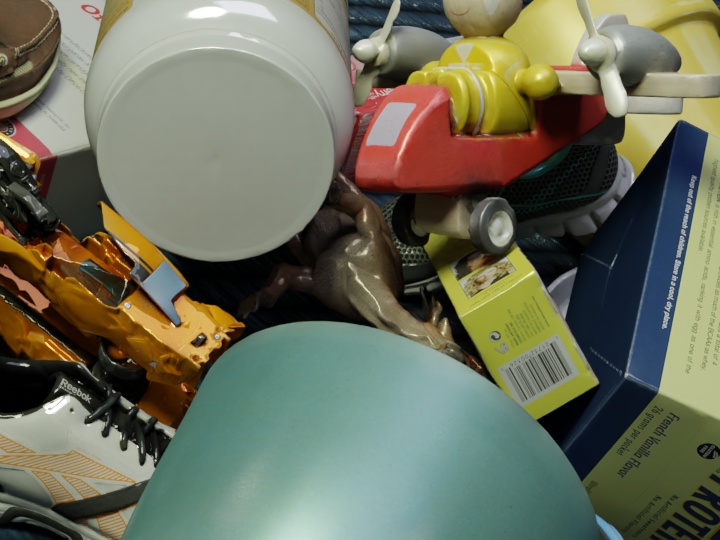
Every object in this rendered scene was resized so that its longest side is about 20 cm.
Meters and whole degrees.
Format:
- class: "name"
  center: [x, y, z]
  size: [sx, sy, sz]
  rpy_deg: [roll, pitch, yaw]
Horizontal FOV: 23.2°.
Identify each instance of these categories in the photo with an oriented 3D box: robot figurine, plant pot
- class: "robot figurine"
  center: [-0.159, 0.006, 0.912]
  size: [0.200, 0.145, 0.058]
  rpy_deg: [40, 49, 10]
- class: "plant pot"
  center: [-0.019, 0.150, 0.733]
  size: [0.199, 0.201, 0.161]
  rpy_deg: [27, 46, 9]
- class: "plant pot"
  center: [0.195, -0.091, 1.225]
  size: [0.200, 0.201, 0.189]
  rpy_deg: [-17, 64, -45]

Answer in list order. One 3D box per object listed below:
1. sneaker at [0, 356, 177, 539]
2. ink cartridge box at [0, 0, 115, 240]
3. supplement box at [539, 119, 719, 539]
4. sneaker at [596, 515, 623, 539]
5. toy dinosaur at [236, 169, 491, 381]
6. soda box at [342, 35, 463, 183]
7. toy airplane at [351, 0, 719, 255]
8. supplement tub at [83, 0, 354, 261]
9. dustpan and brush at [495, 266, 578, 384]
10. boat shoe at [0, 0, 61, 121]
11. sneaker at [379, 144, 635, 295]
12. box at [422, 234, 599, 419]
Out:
- class: "sneaker"
  center: [-0.125, 0.093, 0.855]
  size: [0.198, 0.080, 0.074]
  rpy_deg: [16, 31, -11]
- class: "ink cartridge box"
  center: [-0.199, -0.091, 1.078]
  size: [0.145, 0.084, 0.199]
  rpy_deg: [39, 37, 25]
- class: "supplement box"
  center: [0.223, 0.061, 0.986]
  size: [0.199, 0.135, 0.201]
  rpy_deg: [24, 49, -5]
- class: "sneaker"
  center: [0.065, 0.142, 0.913]
  size: [0.199, 0.071, 0.083]
  rpy_deg: [36, 49, 25]
- class: "toy dinosaur"
  center: [0.000, 0.000, 1.028]
  size: [0.135, 0.086, 0.201]
  rpy_deg: [39, 24, -32]
- class: "soda box"
  center: [0.034, -0.120, 1.278]
  size: [0.070, 0.064, 0.199]
  rpy_deg: [40, 36, 28]
- class: "toy airplane"
  center: [0.090, -0.110, 0.980]
  size: [0.198, 0.142, 0.199]
  rpy_deg: [-14, 21, 6]
- class: "supplement tub"
  center: [-0.076, -0.108, 0.961]
  size: [0.143, 0.145, 0.201]
  rpy_deg: [14, 30, -10]
- class: "dustpan and brush"
  center: [0.134, 0.063, 1.061]
  size: [0.199, 0.057, 0.140]
  rpy_deg: [-25, 58, -30]
- class: "boat shoe"
  center: [-0.220, -0.121, 0.964]
  size: [0.074, 0.075, 0.203]
  rpy_deg: [26, 35, 6]
- class: "sneaker"
  center: [0.072, -0.054, 1.110]
  size: [0.199, 0.091, 0.078]
  rpy_deg: [-22, 48, 2]
- class: "box"
  center: [0.080, 0.019, 0.989]
  size: [0.076, 0.050, 0.200]
  rpy_deg: [59, 2, -14]
